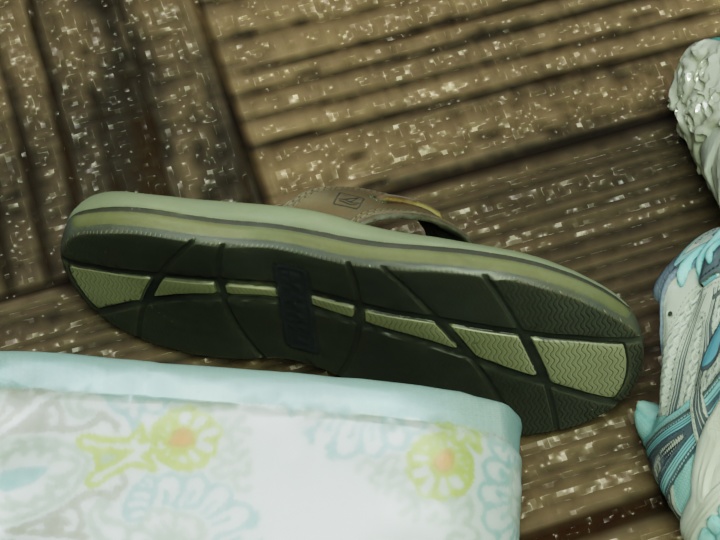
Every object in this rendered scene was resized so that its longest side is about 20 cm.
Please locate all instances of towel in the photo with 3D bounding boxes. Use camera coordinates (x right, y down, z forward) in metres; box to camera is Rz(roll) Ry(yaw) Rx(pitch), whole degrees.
[{"bbox_3d":[-0.051,0.114,0.774,0.199,0.048,0.172,5,64,2],"label":"towel"}]

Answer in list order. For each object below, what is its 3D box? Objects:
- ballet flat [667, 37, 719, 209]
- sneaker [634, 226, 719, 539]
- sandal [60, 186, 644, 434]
[{"bbox_3d":[0.162,-0.021,0.805,0.072,0.072,0.200,-40,43,-20],"label":"ballet flat"},{"bbox_3d":[0.126,0.009,0.751,0.077,0.201,0.086,-12,48,-29],"label":"sneaker"},{"bbox_3d":[-0.001,-0.001,0.823,0.200,0.080,0.058,15,48,8],"label":"sandal"}]
